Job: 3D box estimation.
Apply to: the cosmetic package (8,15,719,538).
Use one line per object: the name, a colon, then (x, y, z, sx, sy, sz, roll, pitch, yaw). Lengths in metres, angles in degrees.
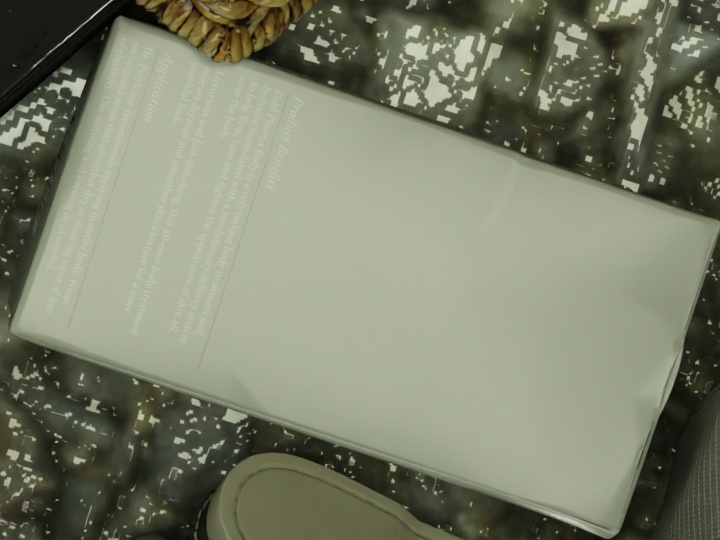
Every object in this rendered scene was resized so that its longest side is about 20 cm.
cosmetic package: (0.000, 0.000, 0.926, 0.199, 0.090, 0.107, 21, 92, -8)

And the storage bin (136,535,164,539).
storage bin: (-0.063, 0.176, 0.888, 0.134, 0.146, 0.200, 42, 128, 4)

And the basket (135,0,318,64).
basket: (-0.046, -0.191, 0.892, 0.200, 0.143, 0.149, 41, 124, 5)

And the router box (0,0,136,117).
router box: (-0.122, -0.130, 0.841, 0.200, 0.052, 0.157, -37, 93, 35)

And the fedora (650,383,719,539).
fedora: (0.148, 0.080, 0.903, 0.176, 0.200, 0.091, -14, 68, 28)

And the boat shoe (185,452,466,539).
boat shoe: (0.028, 0.130, 0.960, 0.200, 0.073, 0.063, 32, 134, -11)
